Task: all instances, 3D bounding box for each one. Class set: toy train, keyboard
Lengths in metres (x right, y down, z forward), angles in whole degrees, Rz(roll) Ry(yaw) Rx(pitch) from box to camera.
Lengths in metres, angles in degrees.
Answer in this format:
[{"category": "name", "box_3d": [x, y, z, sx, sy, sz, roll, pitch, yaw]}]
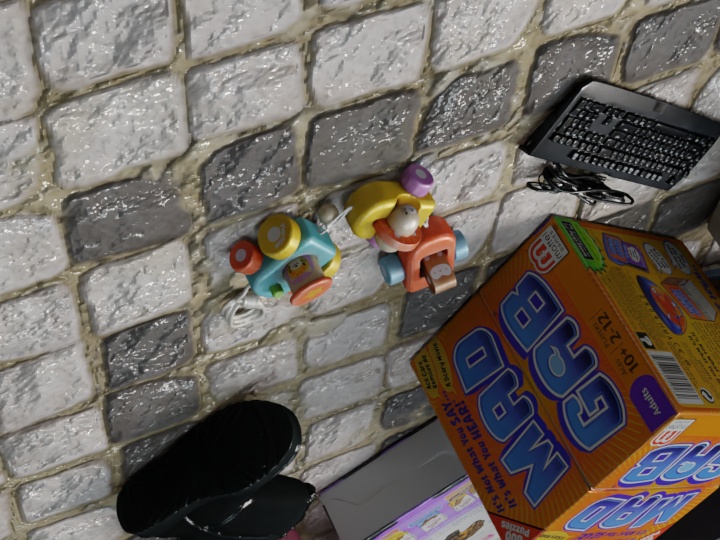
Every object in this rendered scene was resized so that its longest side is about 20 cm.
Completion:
[{"category": "toy train", "box_3d": [0.000, 0.000, 1.046, 0.199, 0.056, 0.151, -18, 148, -18]}, {"category": "keyboard", "box_3d": [0.205, -0.084, 1.106, 0.199, 0.040, 0.104, 8, 133, -45]}]

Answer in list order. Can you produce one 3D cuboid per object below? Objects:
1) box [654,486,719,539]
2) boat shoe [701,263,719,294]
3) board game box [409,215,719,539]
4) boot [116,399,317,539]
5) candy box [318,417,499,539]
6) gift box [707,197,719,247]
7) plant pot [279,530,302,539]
[{"category": "box", "box_3d": [0.361, 0.246, 1.409, 0.107, 0.149, 0.200, -34, 131, 27]}, {"category": "boat shoe", "box_3d": [0.355, 0.036, 1.381, 0.199, 0.073, 0.072, -20, 149, -15]}, {"category": "board game box", "box_3d": [0.207, 0.102, 1.229, 0.199, 0.201, 0.200, 7, 135, -45]}, {"category": "boot", "box_3d": [-0.095, 0.186, 1.232, 0.198, 0.074, 0.162, -32, 148, 21]}, {"category": "candy box", "box_3d": [0.077, 0.233, 1.449, 0.167, 0.072, 0.200, -34, 149, 8]}, {"category": "gift box", "box_3d": [0.417, -0.038, 1.203, 0.185, 0.201, 0.185, -17, 143, -16]}, {"category": "plant pot", "box_3d": [-0.091, 0.341, 1.351, 0.199, 0.180, 0.200, -22, 157, -10]}]
